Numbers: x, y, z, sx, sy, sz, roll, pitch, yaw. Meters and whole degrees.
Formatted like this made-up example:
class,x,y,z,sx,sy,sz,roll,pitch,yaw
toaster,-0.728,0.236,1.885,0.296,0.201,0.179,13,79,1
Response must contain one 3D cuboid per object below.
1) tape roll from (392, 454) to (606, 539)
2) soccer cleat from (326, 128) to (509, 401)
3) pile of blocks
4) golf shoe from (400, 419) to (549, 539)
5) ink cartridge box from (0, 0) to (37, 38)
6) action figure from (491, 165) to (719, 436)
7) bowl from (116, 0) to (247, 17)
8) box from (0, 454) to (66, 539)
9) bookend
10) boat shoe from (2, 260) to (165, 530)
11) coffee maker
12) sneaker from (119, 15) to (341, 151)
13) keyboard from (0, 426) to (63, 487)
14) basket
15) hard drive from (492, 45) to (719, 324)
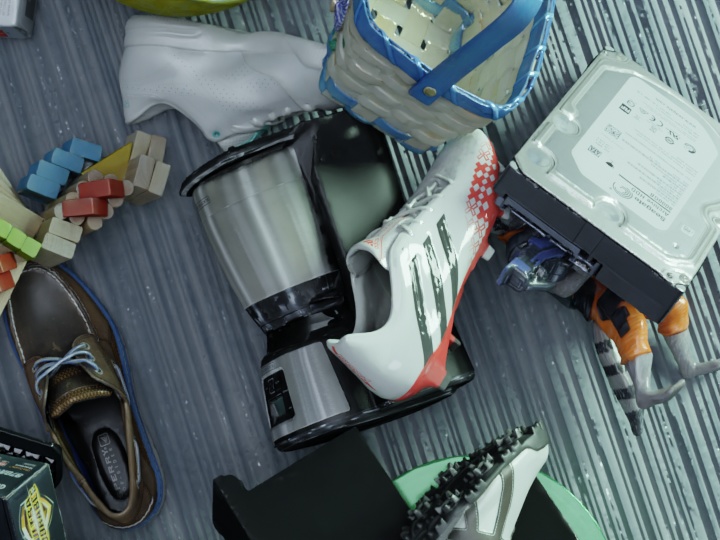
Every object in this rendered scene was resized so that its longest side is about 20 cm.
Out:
class,x,y,z,sx,sy,sz,roll,pitch,yaw
tape roll,0.076,0.226,1.558,0.198,0.048,0.202,0,84,1
soccer cleat,0.035,-0.014,1.461,0.085,0.068,0.201,31,62,-26
pile of blocks,-0.207,-0.044,1.543,0.200,0.062,0.082,-40,101,-26
golf shoe,0.066,0.183,1.412,0.094,0.078,0.200,43,69,-8
ink cartridge box,-0.318,-0.253,1.618,0.198,0.050,0.164,6,86,11
action figure,0.143,0.015,1.535,0.194,0.200,0.105,49,128,12
bowl,-0.151,-0.251,1.564,0.107,0.199,0.201,-27,83,43
box,-0.272,0.189,1.496,0.199,0.046,0.160,8,119,33
bookend,0.037,0.181,1.491,0.198,0.092,0.201,-31,73,-15
boat shoe,-0.188,0.079,1.566,0.072,0.072,0.201,-28,85,0
coffee maker,0.000,0.000,1.537,0.191,0.135,0.201,-21,86,-2
sneaker,-0.069,-0.120,1.586,0.198,0.075,0.089,8,91,12
keyboard,-0.297,0.121,1.550,0.198,0.104,0.040,17,66,2
basket,0.064,-0.177,1.461,0.139,0.200,0.177,33,48,-20
hard drive,0.179,-0.062,1.516,0.139,0.200,0.038,37,128,5
